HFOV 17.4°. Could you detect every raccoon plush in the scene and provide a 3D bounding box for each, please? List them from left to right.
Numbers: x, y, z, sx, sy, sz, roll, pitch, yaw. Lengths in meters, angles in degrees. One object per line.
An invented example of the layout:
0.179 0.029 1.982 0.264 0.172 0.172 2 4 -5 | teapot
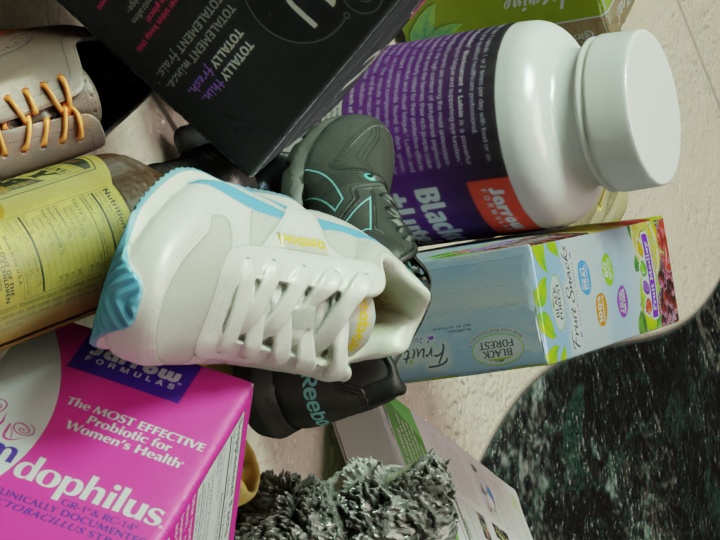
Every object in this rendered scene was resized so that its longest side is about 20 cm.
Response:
-0.029 0.157 1.094 0.200 0.134 0.097 -61 138 -49 | raccoon plush

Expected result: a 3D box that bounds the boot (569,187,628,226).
0.119 -0.102 1.521 0.155 0.073 0.200 -38 124 -63 | boot

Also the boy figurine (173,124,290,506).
-0.073 0.024 1.120 0.124 0.064 0.200 54 36 -50 | boy figurine

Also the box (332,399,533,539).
0.058 0.160 1.325 0.200 0.036 0.144 43 23 -55 | box

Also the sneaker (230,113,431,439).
0.000 0.000 1.118 0.200 0.079 0.075 -76 149 -43 | sneaker

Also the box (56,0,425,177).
-0.067 -0.161 1.004 0.200 0.122 0.106 43 33 1 | box

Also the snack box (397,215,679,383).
0.057 0.019 1.262 0.200 0.169 0.068 -9 91 -62 | snack box

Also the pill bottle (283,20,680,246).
0.063 -0.072 1.256 0.111 0.200 0.112 26 60 -59 | pill bottle

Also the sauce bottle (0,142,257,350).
-0.119 -0.011 0.956 0.200 0.065 0.065 -22 104 -52 | sauce bottle

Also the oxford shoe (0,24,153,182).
-0.151 -0.067 0.968 0.200 0.073 0.071 -41 120 -59 | oxford shoe

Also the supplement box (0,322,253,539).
-0.125 0.122 0.913 0.200 0.101 0.103 -60 164 -52 | supplement box

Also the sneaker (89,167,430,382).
-0.038 0.006 0.959 0.200 0.081 0.077 -8 121 -65 | sneaker

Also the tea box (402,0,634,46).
0.090 -0.256 1.427 0.200 0.133 0.197 -62 139 -50 | tea box
